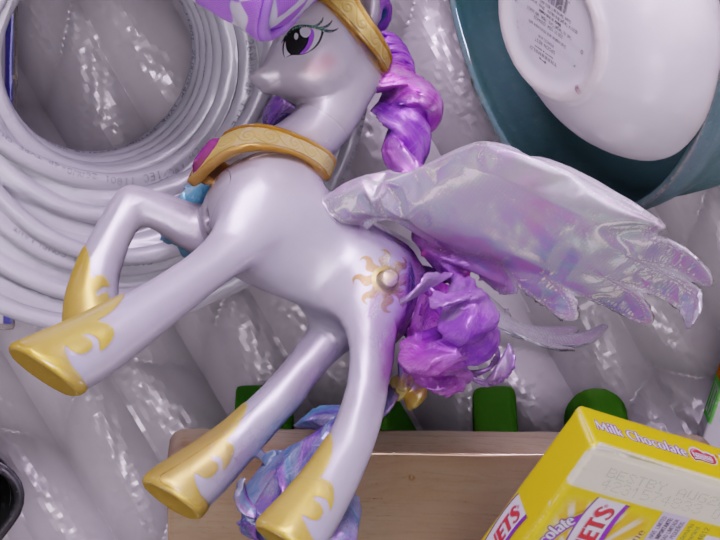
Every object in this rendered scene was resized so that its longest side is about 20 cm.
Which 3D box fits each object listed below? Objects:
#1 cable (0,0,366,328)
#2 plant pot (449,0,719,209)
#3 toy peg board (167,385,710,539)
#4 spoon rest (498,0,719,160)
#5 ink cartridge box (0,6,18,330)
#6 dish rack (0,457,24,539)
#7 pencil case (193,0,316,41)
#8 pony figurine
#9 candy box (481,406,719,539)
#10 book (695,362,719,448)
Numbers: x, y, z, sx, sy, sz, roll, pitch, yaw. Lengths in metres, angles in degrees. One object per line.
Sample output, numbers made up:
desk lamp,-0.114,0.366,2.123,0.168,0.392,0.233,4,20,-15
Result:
cable,-0.095,-0.080,1.066,0.200,0.069,0.200,-36,110,-12
plant pot,0.132,-0.126,1.036,0.134,0.200,0.201,-8,101,-25
toy peg board,0.029,0.135,1.131,0.199,0.098,0.200,1,116,1
spoon rest,0.057,-0.115,0.992,0.061,0.200,0.100,-20,138,-33
ink cartridge box,-0.228,-0.079,1.110,0.199,0.047,0.198,2,99,-2
dish rack,-0.248,0.085,1.102,0.200,0.055,0.154,33,101,-30
pencil case,-0.079,-0.160,0.966,0.200,0.084,0.086,34,141,8
pony figurine,0.000,0.000,1.003,0.193,0.167,0.200,36,70,-8
candy box,0.069,0.138,1.039,0.102,0.026,0.200,19,121,-26
book,0.221,-0.002,1.117,0.133,0.048,0.201,19,99,0
